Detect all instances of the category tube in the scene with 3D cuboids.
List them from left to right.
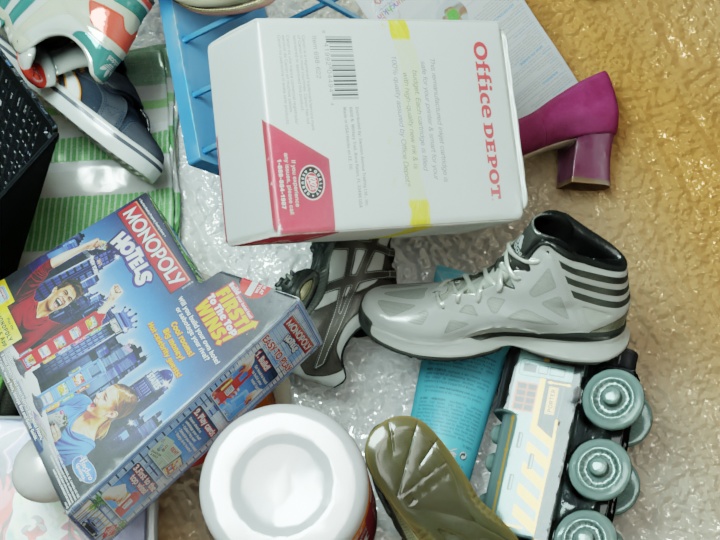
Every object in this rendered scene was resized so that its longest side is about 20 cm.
[{"bbox_3d":[0.072,0.094,1.274,0.077,0.050,0.200,15,70,4],"label":"tube"}]

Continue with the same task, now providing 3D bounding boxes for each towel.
[{"bbox_3d":[-0.220,-0.084,1.357,0.152,0.023,0.201,-5,73,3],"label":"towel"}]

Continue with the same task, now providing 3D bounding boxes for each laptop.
[{"bbox_3d":[-0.297,-0.050,1.241,0.103,0.177,0.200,-12,51,-40],"label":"laptop"}]

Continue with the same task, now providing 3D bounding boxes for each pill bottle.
[{"bbox_3d":[-0.045,0.167,1.175,0.113,0.200,0.113,-1,73,3],"label":"pill bottle"}]

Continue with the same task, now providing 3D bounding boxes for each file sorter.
[{"bbox_3d":[-0.063,-0.178,1.293,0.122,0.139,0.201,-21,71,27],"label":"file sorter"}]

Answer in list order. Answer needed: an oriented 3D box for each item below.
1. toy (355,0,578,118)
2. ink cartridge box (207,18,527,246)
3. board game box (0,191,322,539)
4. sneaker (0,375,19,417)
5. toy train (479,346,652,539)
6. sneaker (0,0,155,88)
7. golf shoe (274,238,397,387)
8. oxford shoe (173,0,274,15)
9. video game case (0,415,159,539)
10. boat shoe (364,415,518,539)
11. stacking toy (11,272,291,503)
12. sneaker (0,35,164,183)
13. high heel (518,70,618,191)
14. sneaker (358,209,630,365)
[{"bbox_3d":[0.081,-0.181,1.332,0.115,0.047,0.200,-39,111,-9],"label":"toy"},{"bbox_3d":[0.005,-0.095,1.161,0.200,0.083,0.146,-4,85,-30],"label":"ink cartridge box"},{"bbox_3d":[-0.140,0.051,1.141,0.200,0.062,0.200,-31,55,-4],"label":"board game box"},{"bbox_3d":[-0.211,0.048,1.284,0.084,0.077,0.200,43,94,-3],"label":"sneaker"},{"bbox_3d":[0.148,0.146,1.237,0.114,0.085,0.201,9,75,19],"label":"toy train"},{"bbox_3d":[-0.256,-0.192,1.273,0.199,0.070,0.094,14,75,25],"label":"sneaker"},{"bbox_3d":[0.000,0.000,1.300,0.094,0.078,0.200,37,80,-5],"label":"golf shoe"},{"bbox_3d":[-0.143,-0.236,1.229,0.200,0.074,0.071,15,87,30],"label":"oxford shoe"},{"bbox_3d":[-0.243,0.209,1.249,0.182,0.023,0.201,1,76,-6],"label":"video game case"},{"bbox_3d":[0.068,0.190,1.185,0.072,0.066,0.201,-33,92,-4],"label":"boat shoe"},{"bbox_3d":[-0.162,0.103,1.206,0.200,0.146,0.146,-30,72,-26],"label":"stacking toy"},{"bbox_3d":[-0.217,-0.154,1.327,0.200,0.078,0.079,39,85,18],"label":"sneaker"},{"bbox_3d":[0.109,-0.119,1.301,0.200,0.067,0.096,7,80,-27],"label":"high heel"},{"bbox_3d":[0.097,0.002,1.211,0.200,0.116,0.076,2,37,5],"label":"sneaker"}]
